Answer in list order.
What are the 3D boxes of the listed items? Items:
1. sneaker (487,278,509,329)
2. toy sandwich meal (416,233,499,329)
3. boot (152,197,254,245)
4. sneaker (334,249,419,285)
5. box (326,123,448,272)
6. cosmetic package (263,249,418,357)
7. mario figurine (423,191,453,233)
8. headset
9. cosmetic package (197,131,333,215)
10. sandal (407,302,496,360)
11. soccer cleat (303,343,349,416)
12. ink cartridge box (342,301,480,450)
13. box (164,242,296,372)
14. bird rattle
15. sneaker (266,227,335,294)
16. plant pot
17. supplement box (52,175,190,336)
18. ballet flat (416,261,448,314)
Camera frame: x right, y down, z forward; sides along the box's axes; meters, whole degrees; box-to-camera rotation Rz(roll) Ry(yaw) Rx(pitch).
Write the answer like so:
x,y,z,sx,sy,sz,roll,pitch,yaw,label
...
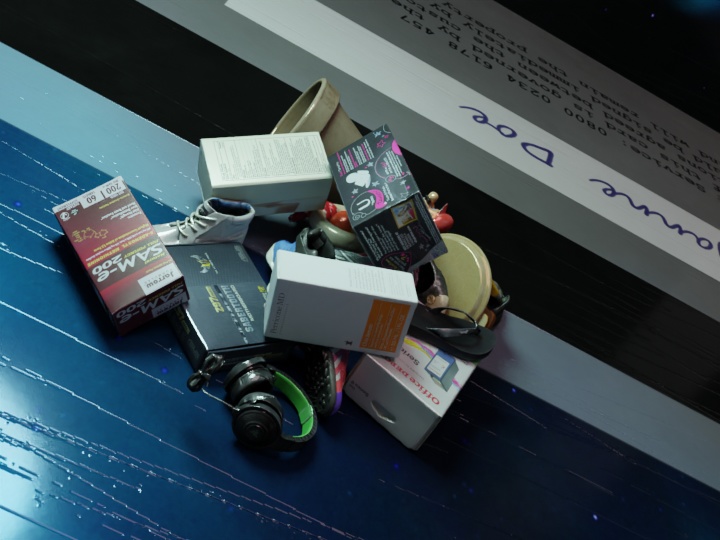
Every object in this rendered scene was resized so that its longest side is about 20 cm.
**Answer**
x,y,z,sx,sy,sz,roll,pitch,yaw,label
0.227,0.052,1.559,0.076,0.115,0.199,40,32,10,sneaker
0.141,0.039,1.473,0.207,0.204,0.070,56,11,32,toy sandwich meal
-0.252,-0.068,1.327,0.198,0.096,0.074,-7,49,-44,boot
0.000,0.000,1.417,0.197,0.081,0.075,19,60,22,sneaker
0.038,-0.101,1.356,0.133,0.113,0.202,59,8,-39,box
-0.029,0.047,1.232,0.196,0.103,0.072,10,33,-11,cosmetic package
0.093,-0.141,1.696,0.197,0.107,0.124,29,42,1,mario figurine
-0.131,0.159,1.140,0.198,0.094,0.125,21,32,-37,headset
-0.154,-0.151,1.418,0.196,0.088,0.105,-5,57,-19,cosmetic package
0.126,0.082,1.341,0.197,0.043,0.077,19,35,-23,sandal
-0.041,0.129,1.283,0.072,0.069,0.202,19,33,-26,soccer cleat
0.082,0.151,1.335,0.145,0.088,0.200,38,35,8,ink cartridge box
-0.200,0.047,1.264,0.156,0.051,0.201,-4,48,-42,box
-0.030,-0.087,1.500,0.197,0.114,0.164,23,20,-20,bird rattle
-0.086,-0.020,1.353,0.077,0.111,0.200,44,13,-15,sneaker
-0.065,-0.214,1.601,0.174,0.200,0.202,38,31,-17,plant pot
-0.325,-0.023,1.203,0.108,0.061,0.201,-29,62,-18,supplement box
0.087,-0.012,1.443,0.057,0.066,0.203,33,31,-61,ballet flat
